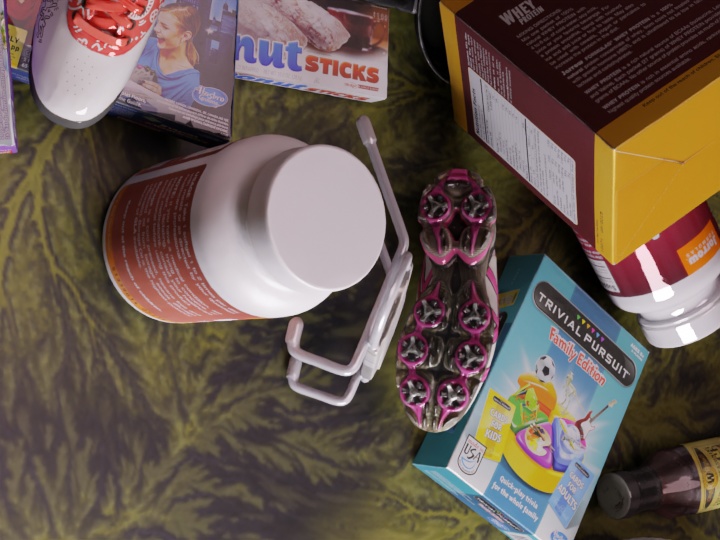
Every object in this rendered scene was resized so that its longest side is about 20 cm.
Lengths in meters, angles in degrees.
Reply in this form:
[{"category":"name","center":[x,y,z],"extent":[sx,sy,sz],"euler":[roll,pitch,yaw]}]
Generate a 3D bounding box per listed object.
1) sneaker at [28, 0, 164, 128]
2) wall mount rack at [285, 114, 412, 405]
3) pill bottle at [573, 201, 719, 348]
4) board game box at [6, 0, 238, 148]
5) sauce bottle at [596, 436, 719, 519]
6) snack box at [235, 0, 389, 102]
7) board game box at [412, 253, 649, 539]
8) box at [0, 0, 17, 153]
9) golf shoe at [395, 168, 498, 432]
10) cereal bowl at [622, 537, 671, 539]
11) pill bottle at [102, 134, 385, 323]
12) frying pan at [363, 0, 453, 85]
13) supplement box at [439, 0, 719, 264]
[{"category":"sneaker","center":[-0.136,-0.183,0.740],"extent":[0.067,0.108,0.202],"euler":[27,82,-15]},{"category":"wall mount rack","center":[0.000,0.000,0.896],"extent":[0.074,0.200,0.175],"euler":[21,74,3]},{"category":"pill bottle","center":[0.244,-0.039,1.089],"extent":[0.113,0.113,0.201],"euler":[-42,110,-30]},{"category":"board game box","center":[-0.154,-0.206,0.823],"extent":[0.199,0.062,0.201],"euler":[18,84,-16]},{"category":"sauce bottle","center":[0.296,0.189,1.141],"extent":[0.199,0.066,0.067],"euler":[-6,91,-37]},{"category":"snack box","center":[-0.064,-0.174,0.929],"extent":[0.199,0.024,0.072],"euler":[4,86,-36]},{"category":"board game box","center":[0.146,0.112,1.049],"extent":[0.151,0.047,0.201],"euler":[39,66,-28]},{"category":"box","center":[-0.277,-0.166,0.736],"extent":[0.136,0.039,0.202],"euler":[-4,89,-13]},{"category":"golf shoe","center":[0.075,0.029,0.977],"extent":[0.092,0.072,0.201],"euler":[56,42,-70]},{"category":"cereal bowl","center":[0.224,0.323,1.068],"extent":[0.199,0.083,0.202],"euler":[2,86,-36]},{"category":"pill bottle","center":[-0.075,-0.024,0.802],"extent":[0.112,0.199,0.113],"euler":[3,85,-35]},{"category":"frying pan","center":[0.056,-0.194,1.001],"extent":[0.189,0.031,0.116],"euler":[-25,117,-35]},{"category":"supplement box","center":[0.199,-0.155,0.962],"extent":[0.197,0.200,0.133],"euler":[-34,146,-14]}]
